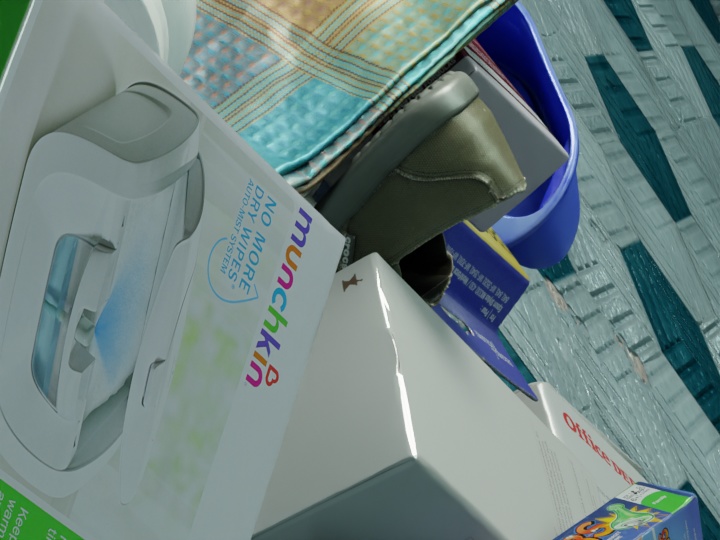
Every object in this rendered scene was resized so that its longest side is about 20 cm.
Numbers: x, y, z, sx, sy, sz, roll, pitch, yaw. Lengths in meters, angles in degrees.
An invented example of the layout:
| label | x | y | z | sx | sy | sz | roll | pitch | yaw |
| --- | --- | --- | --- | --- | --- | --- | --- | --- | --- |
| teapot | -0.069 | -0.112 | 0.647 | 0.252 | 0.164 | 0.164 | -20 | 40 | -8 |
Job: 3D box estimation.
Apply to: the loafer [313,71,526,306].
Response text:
| label | x | y | z | sx | sy | sz | roll | pitch | yaw |
| --- | --- | --- | --- | --- | --- | --- | --- | --- | --- |
| loafer | 0.000 | 0.000 | 1.233 | 0.070 | 0.200 | 0.075 | 44 | 33 | 3 |

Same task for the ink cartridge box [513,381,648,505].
| label | x | y | z | sx | sy | sz | roll | pitch | yaw |
| --- | --- | --- | --- | --- | --- | --- | --- | --- | --- |
| ink cartridge box | 0.119 | 0.179 | 1.481 | 0.145 | 0.085 | 0.200 | 43 | 25 | -47 |

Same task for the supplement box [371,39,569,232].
| label | x | y | z | sx | sy | sz | roll | pitch | yaw |
| --- | --- | --- | --- | --- | --- | --- | --- | --- | --- |
| supplement box | 0.009 | -0.121 | 1.350 | 0.109 | 0.061 | 0.200 | 38 | 15 | -54 |

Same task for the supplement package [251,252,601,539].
| label | x | y | z | sx | sy | sz | roll | pitch | yaw |
| --- | --- | --- | --- | --- | --- | --- | --- | --- | --- |
| supplement package | 0.017 | 0.111 | 1.224 | 0.200 | 0.120 | 0.121 | 46 | 24 | -41 |

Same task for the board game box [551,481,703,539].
| label | x | y | z | sx | sy | sz | roll | pitch | yaw |
| --- | --- | --- | --- | --- | --- | --- | --- | --- | --- |
| board game box | 0.105 | 0.209 | 1.190 | 0.135 | 0.034 | 0.200 | -28 | 117 | -40 |

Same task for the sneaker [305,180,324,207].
| label | x | y | z | sx | sy | sz | roll | pitch | yaw |
| --- | --- | --- | --- | --- | --- | --- | --- | --- | --- |
| sneaker | -0.071 | -0.046 | 1.345 | 0.085 | 0.074 | 0.200 | 52 | 8 | -8 |

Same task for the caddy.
| label | x | y | z | sx | sy | sz | roll | pitch | yaw |
| --- | --- | --- | --- | --- | --- | --- | --- | --- | --- |
| caddy | 0.046 | -0.079 | 1.577 | 0.105 | 0.141 | 0.200 | 68 | 1 | -58 |

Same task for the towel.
| label | x | y | z | sx | sy | sz | roll | pitch | yaw |
| --- | --- | --- | --- | --- | --- | --- | --- | --- | --- |
| towel | -0.027 | -0.117 | 1.249 | 0.147 | 0.200 | 0.022 | 30 | -35 | 27 |

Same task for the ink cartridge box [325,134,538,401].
| label | x | y | z | sx | sy | sz | roll | pitch | yaw |
| --- | --- | --- | --- | --- | --- | --- | --- | --- | --- |
| ink cartridge box | 0.021 | -0.041 | 1.410 | 0.200 | 0.047 | 0.198 | 51 | 6 | 24 |

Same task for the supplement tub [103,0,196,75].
| label | x | y | z | sx | sy | sz | roll | pitch | yaw |
| --- | --- | --- | --- | --- | --- | --- | --- | --- | --- |
| supplement tub | -0.137 | -0.130 | 1.131 | 0.144 | 0.144 | 0.200 | 52 | 17 | -26 |

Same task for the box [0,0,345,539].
| label | x | y | z | sx | sy | sz | roll | pitch | yaw |
| --- | --- | --- | --- | --- | --- | --- | --- | --- | --- |
| box | -0.112 | 0.033 | 0.872 | 0.176 | 0.097 | 0.200 | 45 | 53 | -43 |
